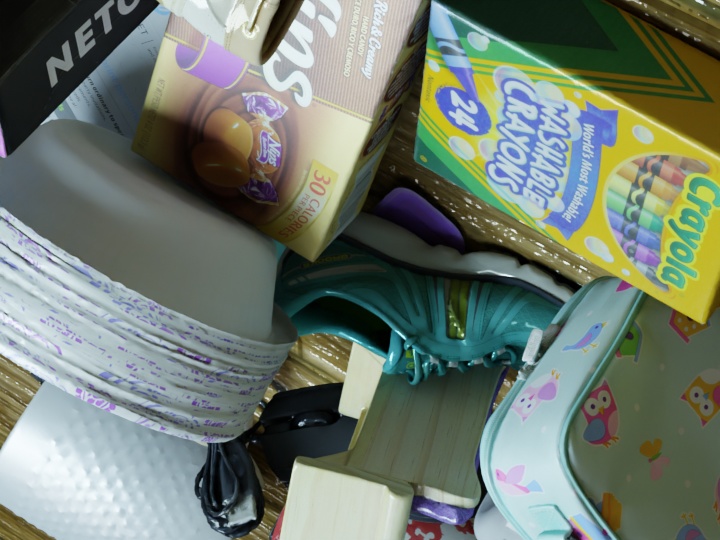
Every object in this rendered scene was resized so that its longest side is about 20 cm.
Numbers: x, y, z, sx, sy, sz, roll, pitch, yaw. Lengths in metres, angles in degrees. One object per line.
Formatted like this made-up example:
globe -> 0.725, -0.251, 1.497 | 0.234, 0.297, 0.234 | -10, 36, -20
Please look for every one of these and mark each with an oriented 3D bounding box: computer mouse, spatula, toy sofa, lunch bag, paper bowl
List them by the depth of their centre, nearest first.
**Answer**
lunch bag -> 0.153, 0.105, 0.982 | 0.200, 0.160, 0.077 | 49, 150, -21
paper bowl -> -0.124, -0.005, 0.999 | 0.201, 0.104, 0.201 | 30, -172, -5
toy sofa -> 0.023, 0.103, 1.078 | 0.098, 0.200, 0.083 | 14, 118, 4
spatula -> 0.000, 0.000, 1.156 | 0.057, 0.021, 0.200 | 38, 154, -10
computer mouse -> -0.002, 0.108, 1.195 | 0.200, 0.139, 0.053 | 7, 127, -15

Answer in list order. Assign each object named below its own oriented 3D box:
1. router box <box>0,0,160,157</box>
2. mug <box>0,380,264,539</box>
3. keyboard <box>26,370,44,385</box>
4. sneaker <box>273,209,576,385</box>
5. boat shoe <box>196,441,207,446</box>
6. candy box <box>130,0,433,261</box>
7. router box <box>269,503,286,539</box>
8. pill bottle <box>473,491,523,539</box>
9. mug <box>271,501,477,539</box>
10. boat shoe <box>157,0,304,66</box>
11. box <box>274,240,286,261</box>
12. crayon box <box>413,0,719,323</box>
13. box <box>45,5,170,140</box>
router box -> -0.167, -0.161, 0.923 | 0.149, 0.200, 0.051 | 28, 148, 20
mug -> -0.156, 0.132, 1.433 | 0.175, 0.148, 0.200 | 33, 122, 0
keyboard -> -0.207, 0.122, 1.586 | 0.200, 0.021, 0.127 | 47, 151, -17
sneaker -> 0.046, 0.034, 1.073 | 0.200, 0.080, 0.078 | 16, 141, 11
boat shoe -> -0.158, 0.051, 1.336 | 0.200, 0.075, 0.068 | 37, 134, 22
candy box -> -0.031, -0.111, 0.934 | 0.117, 0.056, 0.200 | 32, 136, 8
router box -> 0.028, 0.256, 1.459 | 0.200, 0.062, 0.150 | 28, 152, 19
pill bottle -> 0.171, 0.171, 1.112 | 0.200, 0.109, 0.109 | 39, 152, 0
mug -> 0.040, 0.224, 1.301 | 0.200, 0.133, 0.178 | 32, 108, 20
boat shoe -> -0.007, -0.165, 0.808 | 0.069, 0.074, 0.200 | 44, 125, -1
box -> -0.127, -0.060, 1.187 | 0.200, 0.049, 0.082 | 32, 151, 12
crayon box -> 0.123, -0.055, 0.896 | 0.200, 0.052, 0.126 | 30, 151, 15
box -> -0.116, -0.091, 1.071 | 0.200, 0.041, 0.156 | -10, 119, 39
